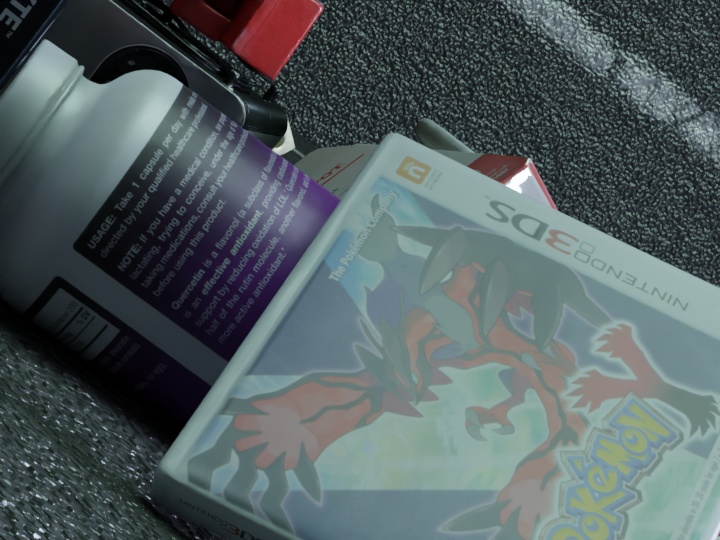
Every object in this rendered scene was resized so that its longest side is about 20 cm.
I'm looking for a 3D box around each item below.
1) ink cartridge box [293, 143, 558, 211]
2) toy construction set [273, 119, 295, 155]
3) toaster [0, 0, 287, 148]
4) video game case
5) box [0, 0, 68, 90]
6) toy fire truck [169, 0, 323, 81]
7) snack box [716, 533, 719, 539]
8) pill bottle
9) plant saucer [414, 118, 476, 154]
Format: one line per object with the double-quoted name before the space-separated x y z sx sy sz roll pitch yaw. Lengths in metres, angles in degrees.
"ink cartridge box" 0.000 0.000 1.151 0.200 0.116 0.068 11 -46 61
"toy construction set" -0.036 -0.007 1.415 0.131 0.092 0.200 32 18 -40
"toaster" -0.141 -0.092 1.240 0.181 0.119 0.200 38 5 3
"video game case" 0.049 0.050 0.887 0.182 0.023 0.200 26 48 8
"box" -0.132 -0.126 0.979 0.046 0.159 0.200 38 25 -9
"toy fire truck" -0.090 -0.155 1.208 0.141 0.049 0.200 35 5 -19
"snack box" 0.138 0.091 1.071 0.072 0.024 0.200 -5 36 -34
"pill bottle" -0.067 -0.003 0.974 0.200 0.112 0.112 37 5 -8
"plant saucer" 0.097 0.000 1.239 0.200 0.050 0.200 38 4 -3
